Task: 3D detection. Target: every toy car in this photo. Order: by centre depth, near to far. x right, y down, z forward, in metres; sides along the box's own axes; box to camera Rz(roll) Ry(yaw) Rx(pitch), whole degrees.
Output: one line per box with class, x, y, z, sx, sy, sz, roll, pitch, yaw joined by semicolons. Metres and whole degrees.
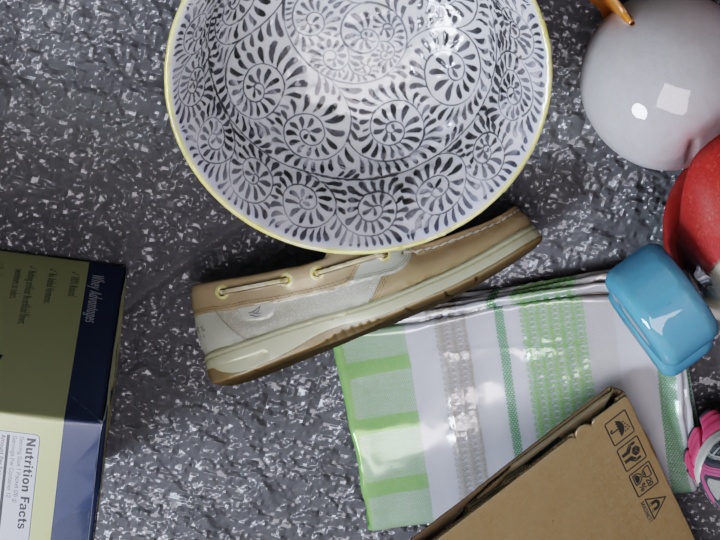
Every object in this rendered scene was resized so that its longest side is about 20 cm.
toy car;0.179;-0.078;1.567;0.184;0.177;0.200;-36;82;2

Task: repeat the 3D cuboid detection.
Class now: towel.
towel;0.091;0.078;1.686;0.200;0.031;0.149;-9;115;4

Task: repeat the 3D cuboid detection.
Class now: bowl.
bowl;-0.001;-0.118;1.554;0.201;0.094;0.201;0;117;0

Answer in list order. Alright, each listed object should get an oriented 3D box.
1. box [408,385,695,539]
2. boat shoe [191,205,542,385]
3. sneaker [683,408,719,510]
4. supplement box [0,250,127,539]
box;0.124;0.191;1.674;0.163;0.021;0.200;-36;116;-19
boat shoe;0.000;0.000;1.625;0.200;0.074;0.066;-22;85;1
sneaker;0.286;0.126;1.679;0.200;0.075;0.081;1;115;-14
supplement box;-0.236;0.084;1.591;0.200;0.200;0.134;7;115;-4
